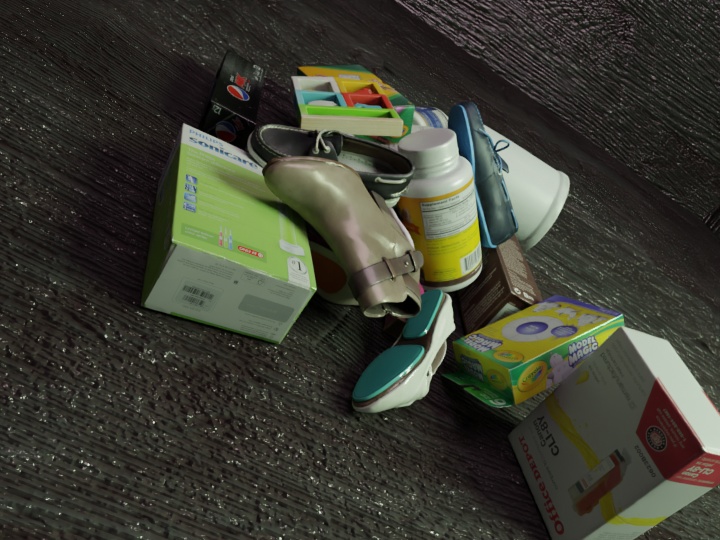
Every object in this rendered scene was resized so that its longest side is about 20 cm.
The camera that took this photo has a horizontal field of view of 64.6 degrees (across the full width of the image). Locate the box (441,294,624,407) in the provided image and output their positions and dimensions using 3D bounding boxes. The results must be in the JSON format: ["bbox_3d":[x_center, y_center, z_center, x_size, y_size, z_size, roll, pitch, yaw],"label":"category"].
[{"bbox_3d":[0.200,0.093,0.679,0.196,0.050,0.117,-23,17,-20],"label":"box"}]

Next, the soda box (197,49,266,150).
[{"bbox_3d":[-0.186,-0.247,0.833,0.069,0.064,0.202,23,33,-21],"label":"soda box"}]

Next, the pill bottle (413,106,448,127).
[{"bbox_3d":[0.118,-0.265,1.128,0.111,0.112,0.199,43,31,11],"label":"pill bottle"}]

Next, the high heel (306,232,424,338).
[{"bbox_3d":[0.000,0.000,0.696,0.199,0.067,0.097,41,37,-25],"label":"high heel"}]

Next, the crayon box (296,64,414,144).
[{"bbox_3d":[-0.014,-0.262,0.893,0.116,0.059,0.201,-11,39,-24],"label":"crayon box"}]

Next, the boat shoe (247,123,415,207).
[{"bbox_3d":[-0.030,-0.130,0.657,0.196,0.060,0.075,19,56,-16],"label":"boat shoe"}]

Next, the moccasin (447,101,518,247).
[{"bbox_3d":[0.173,-0.136,0.799,0.067,0.205,0.080,-20,21,-11],"label":"moccasin"}]

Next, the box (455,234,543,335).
[{"bbox_3d":[0.196,0.015,0.851,0.074,0.101,0.202,25,34,-21],"label":"box"}]

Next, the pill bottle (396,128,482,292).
[{"bbox_3d":[0.103,-0.081,0.772,0.106,0.204,0.110,-10,30,6],"label":"pill bottle"}]

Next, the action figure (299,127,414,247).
[{"bbox_3d":[-0.004,-0.113,0.744,0.144,0.135,0.205,-2,67,1],"label":"action figure"}]

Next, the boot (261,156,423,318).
[{"bbox_3d":[-0.007,-0.026,0.592,0.197,0.070,0.149,11,54,-43],"label":"boot"}]

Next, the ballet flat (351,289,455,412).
[{"bbox_3d":[0.060,0.100,0.626,0.069,0.070,0.200,38,44,3],"label":"ballet flat"}]

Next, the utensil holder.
[{"bbox_3d":[0.267,-0.161,1.093,0.197,0.171,0.171,31,31,-7],"label":"utensil holder"}]

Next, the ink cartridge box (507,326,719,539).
[{"bbox_3d":[0.265,0.185,0.600,0.082,0.202,0.147,14,37,-27],"label":"ink cartridge box"}]

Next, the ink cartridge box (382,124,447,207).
[{"bbox_3d":[0.065,-0.167,0.900,0.194,0.086,0.148,4,35,-3],"label":"ink cartridge box"}]

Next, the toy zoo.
[{"bbox_3d":[-0.026,-0.229,0.768,0.127,0.021,0.202,0,34,-11],"label":"toy zoo"}]

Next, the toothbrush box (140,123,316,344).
[{"bbox_3d":[-0.135,-0.042,0.592,0.143,0.087,0.203,20,36,-29],"label":"toothbrush box"}]
